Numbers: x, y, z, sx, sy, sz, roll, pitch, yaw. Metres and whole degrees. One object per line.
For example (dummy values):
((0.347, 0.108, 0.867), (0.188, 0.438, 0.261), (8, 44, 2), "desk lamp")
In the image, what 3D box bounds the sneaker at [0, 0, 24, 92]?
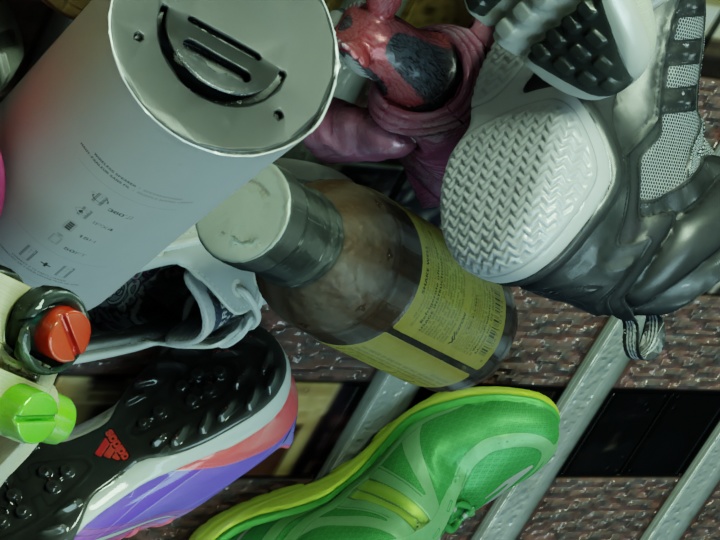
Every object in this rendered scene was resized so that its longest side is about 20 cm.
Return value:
((-0.212, -0.059, 0.866), (0.200, 0.076, 0.079), (-18, 168, -30), "sneaker")

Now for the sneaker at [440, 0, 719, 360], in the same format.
((0.107, -0.067, 0.935), (0.114, 0.075, 0.200), (35, 69, -33), "sneaker")

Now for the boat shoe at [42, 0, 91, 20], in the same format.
((-0.120, -0.141, 0.848), (0.073, 0.063, 0.200), (-56, 143, 2), "boat shoe")

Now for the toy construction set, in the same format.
((-0.160, 0.049, 0.812), (0.200, 0.092, 0.131), (32, 79, -62), "toy construction set")

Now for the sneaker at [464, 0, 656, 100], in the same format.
((0.057, -0.156, 0.862), (0.081, 0.200, 0.075), (-22, 175, -37), "sneaker")

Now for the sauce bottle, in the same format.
((0.000, 0.000, 0.992), (0.065, 0.065, 0.200), (-42, 153, 8), "sauce bottle")

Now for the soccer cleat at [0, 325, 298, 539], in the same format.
((-0.115, 0.096, 1.088), (0.200, 0.068, 0.073), (-30, 146, -10), "soccer cleat")

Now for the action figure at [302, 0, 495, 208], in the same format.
((0.040, -0.054, 0.988), (0.134, 0.149, 0.200), (-38, 156, 14), "action figure")

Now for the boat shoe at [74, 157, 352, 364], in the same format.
((-0.075, 0.003, 1.014), (0.200, 0.069, 0.072), (-4, 132, -35), "boat shoe")

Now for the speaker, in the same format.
((-0.082, -0.045, 0.873), (0.081, 0.081, 0.200), (-10, 168, -28), "speaker")

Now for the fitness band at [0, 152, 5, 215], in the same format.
((-0.206, 0.006, 0.829), (0.200, 0.037, 0.144), (-29, 146, -19), "fitness band")

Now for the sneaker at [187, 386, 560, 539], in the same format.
((0.013, 0.125, 1.194), (0.200, 0.084, 0.074), (-29, 141, -9), "sneaker")
